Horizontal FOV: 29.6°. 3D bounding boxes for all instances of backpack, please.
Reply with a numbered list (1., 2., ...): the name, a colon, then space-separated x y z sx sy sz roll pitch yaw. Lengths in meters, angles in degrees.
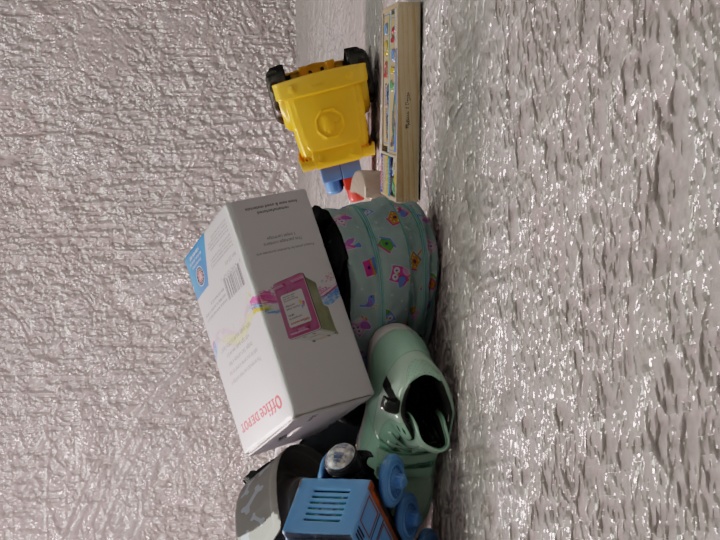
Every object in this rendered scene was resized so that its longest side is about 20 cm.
1. backpack: 0.003 0.025 1.299 0.167 0.125 0.202 -127 33 -46

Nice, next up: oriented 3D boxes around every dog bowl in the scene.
1. dog bowl: -0.046 0.266 1.269 0.201 0.058 0.201 54 -161 -28

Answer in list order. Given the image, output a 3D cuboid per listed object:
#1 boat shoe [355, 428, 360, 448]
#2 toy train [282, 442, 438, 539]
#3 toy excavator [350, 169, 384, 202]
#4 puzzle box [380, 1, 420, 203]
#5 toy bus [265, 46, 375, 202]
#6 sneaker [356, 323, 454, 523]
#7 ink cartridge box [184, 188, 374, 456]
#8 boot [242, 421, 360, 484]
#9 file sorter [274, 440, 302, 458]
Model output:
1. boat shoe: 0.027 0.206 1.382 0.201 0.070 0.092 -82 -5 -52
2. toy train: 0.006 0.241 1.186 0.115 0.086 0.201 -65 -36 -40
3. toy excavator: 0.000 0.000 1.586 0.200 0.099 0.197 144 125 -67
4. puzzle box: 0.041 -0.176 1.422 0.133 0.025 0.203 -128 38 -81
5. toy bus: -0.038 -0.187 1.792 0.200 0.134 0.194 -107 2 -77
6. sneaker: 0.042 0.161 1.211 0.118 0.073 0.203 -126 30 -67
7. ink cartridge box: -0.078 0.050 1.236 0.144 0.084 0.202 -41 63 60
8. boot: -0.044 0.211 1.588 0.077 0.168 0.200 48 160 -2
9. file sorter: -0.062 0.355 1.962 0.201 0.123 0.140 -98 11 -56
